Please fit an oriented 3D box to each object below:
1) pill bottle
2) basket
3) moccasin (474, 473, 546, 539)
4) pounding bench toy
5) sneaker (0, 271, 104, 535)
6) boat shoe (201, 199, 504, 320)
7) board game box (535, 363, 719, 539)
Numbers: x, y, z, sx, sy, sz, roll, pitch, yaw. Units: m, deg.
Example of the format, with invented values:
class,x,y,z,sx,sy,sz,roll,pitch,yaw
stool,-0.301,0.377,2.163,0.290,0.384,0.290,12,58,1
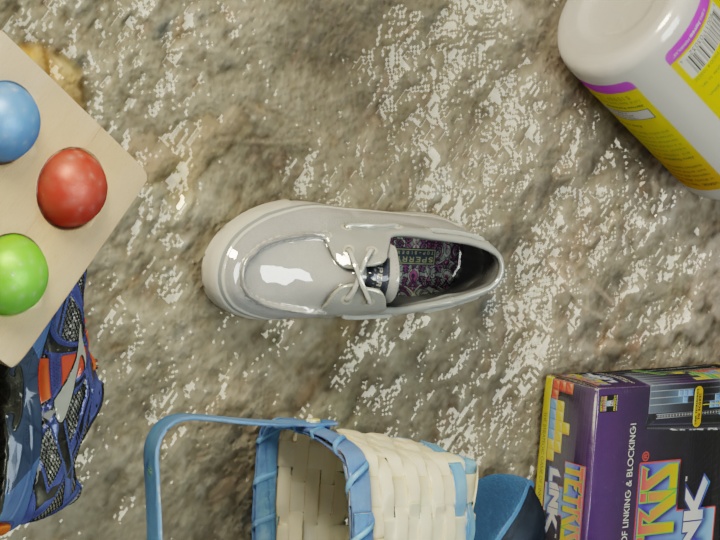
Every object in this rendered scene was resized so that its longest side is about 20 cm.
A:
class,x,y,z,sx,sy,sz,roll,pitch,yaw
pill bottle,0.220,-0.115,1.819,0.200,0.104,0.105,42,73,-36
basket,-0.035,0.172,1.648,0.199,0.139,0.177,1,94,-32
moccasin,0.059,0.218,1.772,0.200,0.080,0.068,-46,127,-22
pounding bench toy,-0.232,-0.014,1.442,0.124,0.156,0.200,45,72,-35
sneaker,-0.179,0.048,1.562,0.078,0.075,0.201,0,107,-47
boat shoe,0.000,0.000,1.687,0.199,0.068,0.072,5,96,-39
board game box,0.192,0.166,1.883,0.165,0.057,0.201,-3,101,-39
